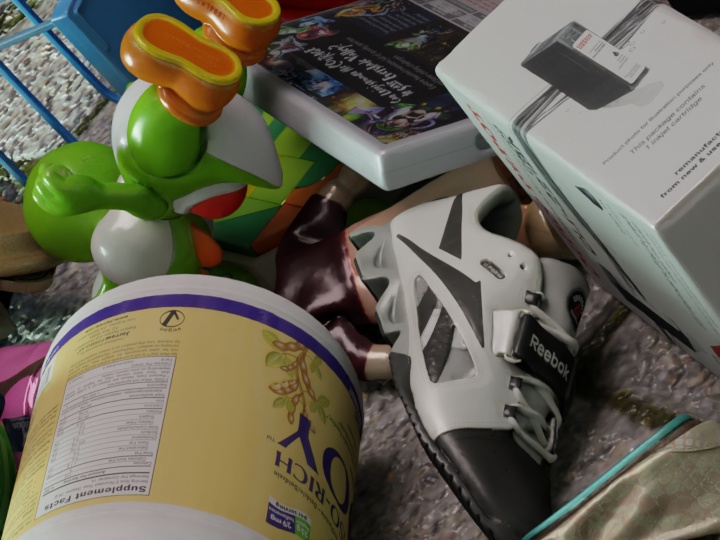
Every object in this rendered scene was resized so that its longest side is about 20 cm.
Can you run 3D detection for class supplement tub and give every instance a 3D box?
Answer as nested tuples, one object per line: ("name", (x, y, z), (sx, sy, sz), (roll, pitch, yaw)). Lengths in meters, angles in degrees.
("supplement tub", (-0.078, 0.115, 1.239), (0.145, 0.145, 0.200), (-22, 37, 25))

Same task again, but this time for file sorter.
("file sorter", (-0.128, -0.145, 1.614), (0.123, 0.139, 0.200), (-17, 39, 36))

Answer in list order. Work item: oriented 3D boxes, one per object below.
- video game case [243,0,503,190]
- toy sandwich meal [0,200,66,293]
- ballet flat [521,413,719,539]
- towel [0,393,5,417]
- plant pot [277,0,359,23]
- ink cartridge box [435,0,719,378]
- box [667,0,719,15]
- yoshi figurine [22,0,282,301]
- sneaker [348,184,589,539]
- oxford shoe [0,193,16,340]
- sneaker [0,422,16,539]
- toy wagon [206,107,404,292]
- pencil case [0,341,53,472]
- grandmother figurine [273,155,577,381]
("video game case", (0.048, -0.099, 1.399), (0.182, 0.023, 0.200), (-18, 25, -20))
("toy sandwich meal", (-0.247, 0.004, 1.490), (0.205, 0.205, 0.070), (16, 106, 52))
("ballet flat", (0.071, 0.133, 1.147), (0.200, 0.067, 0.062), (-37, 77, 9))
("towel", (-0.246, 0.127, 1.347), (0.112, 0.049, 0.200), (19, 79, 14))
("plant pot", (-0.020, -0.250, 1.523), (0.200, 0.200, 0.183), (-23, 44, 24))
("ink cartridge box", (0.135, -0.032, 1.204), (0.084, 0.144, 0.200), (-42, 32, -3))
("box", (0.165, -0.226, 1.356), (0.122, 0.200, 0.106), (0, 49, 45))
("yoshi figurine", (-0.111, -0.058, 1.404), (0.200, 0.112, 0.112), (113, 146, -43))
("sneaker", (0.060, 0.036, 1.246), (0.088, 0.074, 0.200), (-27, 49, 9))
("oxford shoe", (-0.214, -0.021, 1.624), (0.075, 0.070, 0.200), (-17, 44, 12))
("sneaker", (-0.167, 0.136, 1.277), (0.074, 0.200, 0.084), (-23, 38, -18))
("toy wagon", (-0.033, -0.039, 1.478), (0.155, 0.040, 0.200), (13, 59, 51))
("pencil case", (-0.201, 0.086, 1.460), (0.200, 0.091, 0.094), (-7, 76, 43))
("grandmother figurine", (0.000, 0.000, 1.372), (0.200, 0.061, 0.121), (-26, 45, 17))
